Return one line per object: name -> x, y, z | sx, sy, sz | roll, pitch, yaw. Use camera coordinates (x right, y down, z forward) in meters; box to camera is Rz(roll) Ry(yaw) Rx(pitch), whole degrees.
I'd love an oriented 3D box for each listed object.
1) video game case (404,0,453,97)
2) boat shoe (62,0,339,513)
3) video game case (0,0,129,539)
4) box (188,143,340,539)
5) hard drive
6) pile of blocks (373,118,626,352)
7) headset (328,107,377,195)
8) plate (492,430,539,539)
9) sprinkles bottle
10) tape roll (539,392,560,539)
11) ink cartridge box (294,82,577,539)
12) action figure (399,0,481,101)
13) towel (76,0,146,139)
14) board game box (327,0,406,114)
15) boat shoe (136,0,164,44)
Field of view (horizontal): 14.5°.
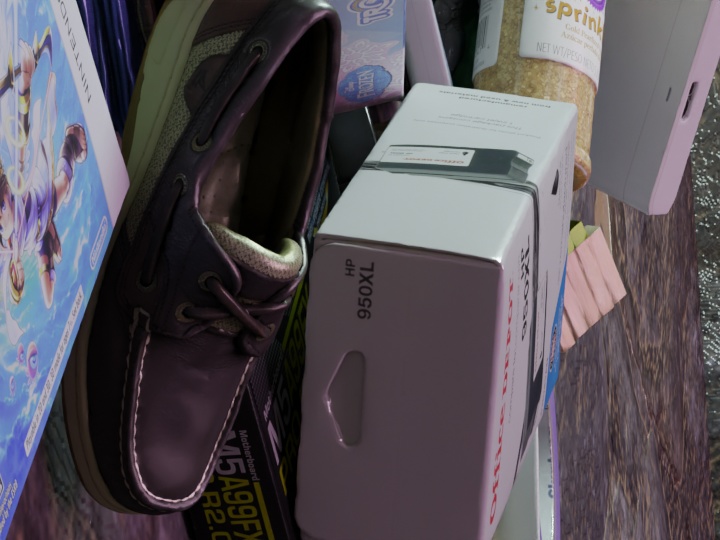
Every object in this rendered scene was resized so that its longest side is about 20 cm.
video game case -> 0.008, -0.186, 1.445 | 0.182, 0.023, 0.201 | -108, -178, -47
boat shoe -> -0.053, -0.008, 1.014 | 0.072, 0.066, 0.202 | 12, 90, -45
video game case -> -0.131, -0.039, 0.869 | 0.200, 0.045, 0.182 | -77, 158, -51
box -> -0.042, 0.027, 1.240 | 0.200, 0.044, 0.161 | -77, 159, -53
hard drive -> 0.110, -0.130, 1.575 | 0.026, 0.200, 0.132 | -4, 116, -48
pile of blocks -> 0.064, -0.033, 1.555 | 0.200, 0.062, 0.082 | 41, 70, -35
headset -> 0.000, 0.000, 1.404 | 0.124, 0.094, 0.201 | -85, 158, -88
plate -> 0.045, 0.106, 1.477 | 0.200, 0.032, 0.201 | 135, -44, -66
sprinkles bottle -> 0.095, -0.141, 1.461 | 0.068, 0.068, 0.201 | 57, 38, -65
tape roll -> 0.078, 0.113, 1.667 | 0.200, 0.065, 0.201 | -2, 90, -81
ink cartridge box -> 0.037, 0.020, 1.240 | 0.200, 0.084, 0.145 | -59, 154, -64
action figure -> 0.066, -0.180, 1.556 | 0.055, 0.118, 0.201 | -13, 113, -57
towel -> -0.088, -0.137, 1.153 | 0.200, 0.024, 0.146 | -47, 129, -75
board game box -> -0.020, -0.193, 1.229 | 0.200, 0.043, 0.200 | 90, -11, -76
boat shoe -> -0.057, -0.154, 1.078 | 0.073, 0.074, 0.201 | -35, 116, -77
